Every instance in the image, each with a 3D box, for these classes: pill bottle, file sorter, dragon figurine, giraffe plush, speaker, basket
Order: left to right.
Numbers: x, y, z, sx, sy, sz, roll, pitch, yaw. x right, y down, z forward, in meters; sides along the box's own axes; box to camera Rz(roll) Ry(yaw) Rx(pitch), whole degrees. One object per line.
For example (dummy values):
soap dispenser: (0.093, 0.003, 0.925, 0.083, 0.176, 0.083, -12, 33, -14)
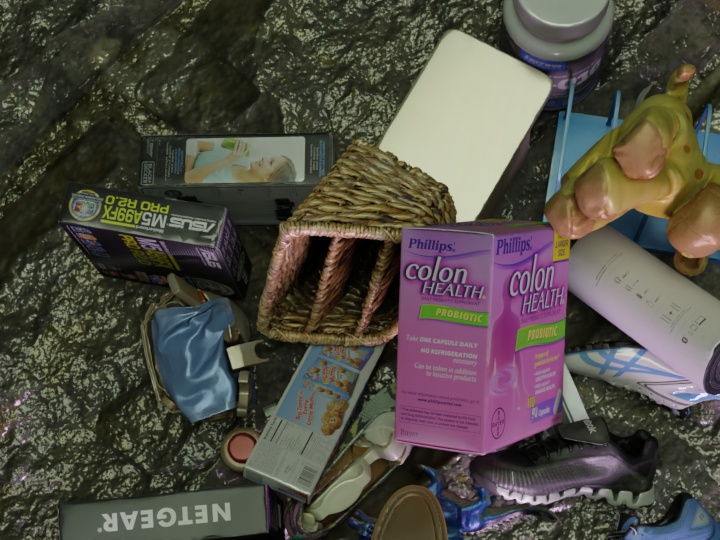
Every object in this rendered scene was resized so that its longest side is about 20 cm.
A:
basket: (0.000, 0.000, 1.454, 0.143, 0.200, 0.149, 31, 53, 8)
dragon figurine: (0.091, 0.255, 1.465, 0.200, 0.059, 0.100, 14, 77, 11)
pill bottle: (0.202, -0.252, 1.529, 0.114, 0.200, 0.114, -1, 74, 3)
file sorter: (0.298, -0.103, 1.523, 0.200, 0.123, 0.139, 9, 76, 5)
speaker: (0.291, 0.035, 1.454, 0.081, 0.081, 0.200, -44, 51, -9)
giraffe plush: (0.297, -0.074, 1.394, 0.162, 0.173, 0.200, 44, 54, -3)

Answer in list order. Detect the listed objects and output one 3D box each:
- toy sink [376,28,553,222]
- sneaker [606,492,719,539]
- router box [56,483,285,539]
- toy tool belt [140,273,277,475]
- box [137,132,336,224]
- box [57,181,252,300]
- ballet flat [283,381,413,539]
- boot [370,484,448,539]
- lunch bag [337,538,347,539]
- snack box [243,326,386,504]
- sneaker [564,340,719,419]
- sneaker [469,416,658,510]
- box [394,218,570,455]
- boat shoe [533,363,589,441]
toy sink: (0.100, -0.127, 1.547, 0.130, 0.112, 0.200, 28, 83, 10)
sneaker: (0.257, 0.284, 1.434, 0.200, 0.079, 0.089, -32, 90, -14)
router box: (-0.179, 0.248, 1.437, 0.200, 0.149, 0.051, -6, 75, 1)
toy tool belt: (-0.150, 0.106, 1.488, 0.125, 0.123, 0.200, -21, 75, -3)
box: (-0.123, -0.094, 1.548, 0.200, 0.117, 0.060, 0, 71, 4)
box: (-0.201, -0.027, 1.489, 0.160, 0.200, 0.044, 11, 75, 5)
ballet flat: (0.003, 0.194, 1.474, 0.069, 0.071, 0.200, 46, 75, -12)
boot: (0.062, 0.308, 1.402, 0.077, 0.155, 0.200, -9, 78, 11)
lunch bag: (-0.058, 0.319, 1.384, 0.160, 0.200, 0.077, -43, 82, -1)
snack box: (-0.044, 0.138, 1.484, 0.072, 0.024, 0.200, 21, 53, 9)
sneaker: (0.298, 0.110, 1.493, 0.200, 0.072, 0.073, 8, 90, 11)
sneaker: (0.204, 0.180, 1.441, 0.200, 0.066, 0.091, 6, 113, -16)
box: (0.118, 0.056, 1.392, 0.097, 0.176, 0.200, 4, 96, 31)
boat shoe: (0.166, 0.094, 1.506, 0.068, 0.072, 0.200, -24, 82, -5)
